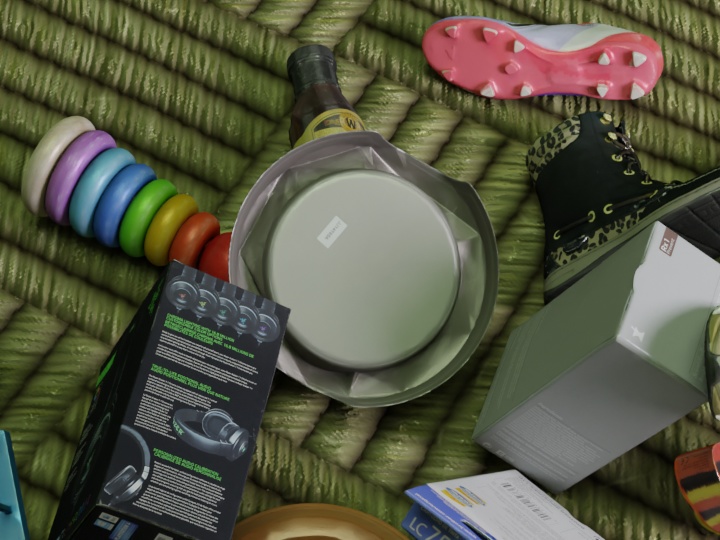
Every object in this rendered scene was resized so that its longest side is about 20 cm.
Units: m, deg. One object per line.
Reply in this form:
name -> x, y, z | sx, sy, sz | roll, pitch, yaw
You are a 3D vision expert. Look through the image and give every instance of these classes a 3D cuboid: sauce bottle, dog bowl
sauce bottle -> -0.024, -0.092, 1.498 | 0.065, 0.066, 0.201 | -10, 58, -7
dog bowl -> 0.000, 0.000, 1.391 | 0.198, 0.059, 0.202 | 1, 86, -7

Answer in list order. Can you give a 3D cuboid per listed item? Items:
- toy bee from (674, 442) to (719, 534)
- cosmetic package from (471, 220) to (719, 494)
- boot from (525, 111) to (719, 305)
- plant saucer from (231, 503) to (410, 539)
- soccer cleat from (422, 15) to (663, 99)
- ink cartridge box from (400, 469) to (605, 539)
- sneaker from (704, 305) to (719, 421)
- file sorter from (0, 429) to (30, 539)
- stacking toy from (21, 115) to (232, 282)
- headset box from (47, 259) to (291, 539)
toy bee -> 0.306, 0.153, 1.311 | 0.199, 0.131, 0.110 | -16, 81, -24
cosmetic package -> 0.168, 0.064, 1.303 | 0.090, 0.200, 0.107 | 34, 56, -13
boot -> 0.213, -0.069, 1.438 | 0.203, 0.073, 0.155 | -31, 47, 26
plant saucer -> -0.033, 0.244, 1.284 | 0.198, 0.038, 0.202 | 1, 55, -1
soccer cleat -> 0.151, -0.179, 1.572 | 0.198, 0.067, 0.077 | 6, 24, 10
ink cartridge box -> 0.104, 0.184, 1.245 | 0.119, 0.200, 0.042 | 37, 100, 22
sneaker -> 0.290, 0.057, 1.221 | 0.088, 0.199, 0.078 | -8, 84, 40
file sorter -> -0.287, 0.207, 1.203 | 0.138, 0.123, 0.202 | -15, 75, 4
stacking toy -> -0.159, -0.038, 1.453 | 0.199, 0.086, 0.086 | 30, 60, 13
headset box -> -0.133, 0.116, 1.277 | 0.092, 0.174, 0.201 | 22, 56, -12
